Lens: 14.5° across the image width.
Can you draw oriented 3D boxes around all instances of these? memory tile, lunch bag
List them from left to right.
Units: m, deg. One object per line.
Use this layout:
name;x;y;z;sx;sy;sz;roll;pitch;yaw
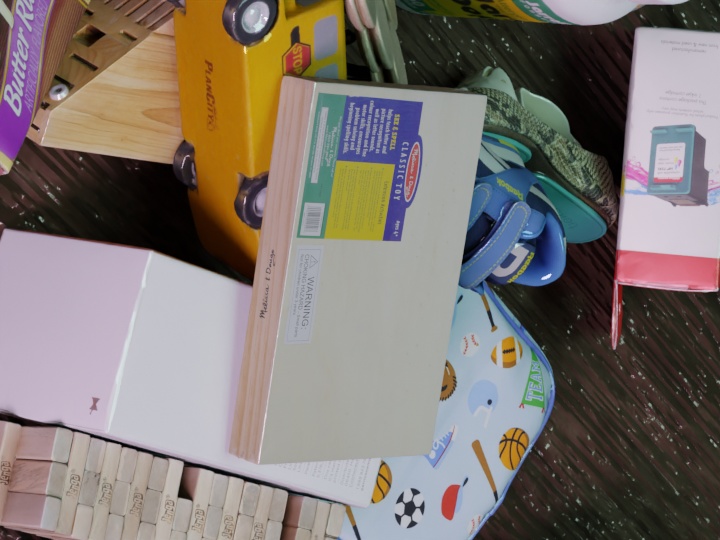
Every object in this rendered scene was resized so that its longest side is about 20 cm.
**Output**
memory tile;-0.005;-0.198;1.541;0.153;0.017;0.200;61;18;-67
lunch bag;0.022;0.086;1.668;0.160;0.076;0.200;48;64;-35

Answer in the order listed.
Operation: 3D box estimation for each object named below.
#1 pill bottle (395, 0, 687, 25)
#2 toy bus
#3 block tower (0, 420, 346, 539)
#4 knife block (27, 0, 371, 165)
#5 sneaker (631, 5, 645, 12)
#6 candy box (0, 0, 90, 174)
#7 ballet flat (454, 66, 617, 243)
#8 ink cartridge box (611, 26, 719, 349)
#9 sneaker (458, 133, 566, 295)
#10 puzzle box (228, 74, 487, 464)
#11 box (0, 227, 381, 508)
pill bottle;0.104;-0.197;1.616;0.113;0.200;0.113;-8;102;-44
toy bus;-0.051;-0.089;1.470;0.078;0.065;0.200;-25;128;-32
block tower;-0.103;0.127;1.484;0.200;0.058;0.054;18;78;-36
knife block;-0.089;-0.085;1.531;0.200;0.064;0.176;-40;134;-20
sneaker;0.152;-0.250;1.749;0.079;0.074;0.200;-29;116;-33
candy box;-0.191;-0.152;1.392;0.117;0.056;0.200;53;40;-34
ballet flat;0.092;-0.080;1.728;0.200;0.068;0.075;28;55;-49
ink cartridge box;0.198;-0.051;1.788;0.116;0.067;0.200;-27;122;-82
sneaker;0.058;-0.034;1.589;0.074;0.082;0.200;-41;158;21
puzzle box;0.000;0.000;1.477;0.133;0.025;0.200;2;100;-46
box;-0.092;0.053;1.513;0.200;0.124;0.098;20;82;-45
